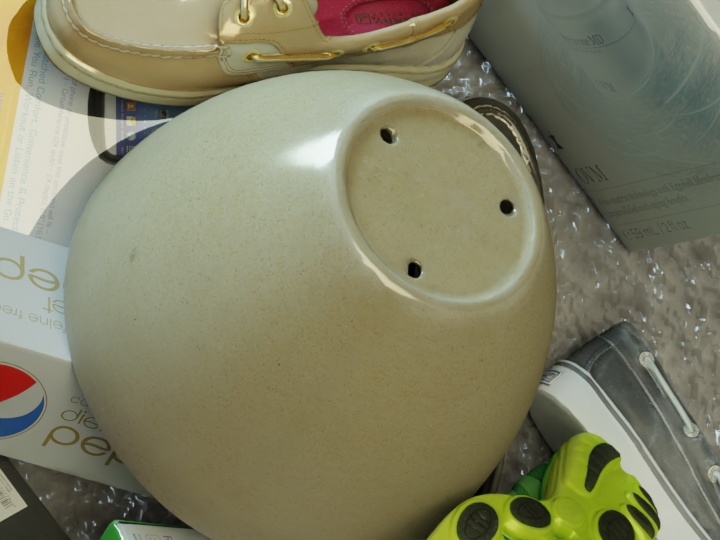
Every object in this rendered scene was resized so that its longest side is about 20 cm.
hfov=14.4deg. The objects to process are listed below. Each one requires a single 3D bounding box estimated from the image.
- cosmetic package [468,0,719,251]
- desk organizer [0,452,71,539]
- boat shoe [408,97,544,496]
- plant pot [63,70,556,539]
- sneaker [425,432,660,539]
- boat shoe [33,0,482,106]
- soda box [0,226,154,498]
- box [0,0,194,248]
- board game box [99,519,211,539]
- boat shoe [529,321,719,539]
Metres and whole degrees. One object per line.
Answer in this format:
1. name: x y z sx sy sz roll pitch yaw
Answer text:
1. cosmetic package: 0.138 -0.127 1.217 0.123 0.199 0.200 -40 99 -18
2. desk organizer: -0.150 0.152 1.155 0.200 0.077 0.072 51 38 6
3. boat shoe: 0.052 0.020 1.250 0.066 0.057 0.201 12 82 -19
4. plant pot: 0.000 0.000 1.118 0.199 0.134 0.201 14 59 -24
5. sneaker: 0.063 0.128 1.155 0.084 0.200 0.074 -44 80 24
6. boat shoe: -0.037 -0.116 1.186 0.199 0.069 0.074 -5 63 -29
7. soda box: -0.122 0.036 1.162 0.199 0.064 0.068 19 39 -22
8. box: -0.075 -0.044 1.220 0.199 0.041 0.120 13 81 -21
9. board game box: -0.003 0.177 1.149 0.199 0.040 0.153 10 39 -37
10. boat shoe: 0.156 0.115 1.278 0.068 0.072 0.200 -36 91 -17
